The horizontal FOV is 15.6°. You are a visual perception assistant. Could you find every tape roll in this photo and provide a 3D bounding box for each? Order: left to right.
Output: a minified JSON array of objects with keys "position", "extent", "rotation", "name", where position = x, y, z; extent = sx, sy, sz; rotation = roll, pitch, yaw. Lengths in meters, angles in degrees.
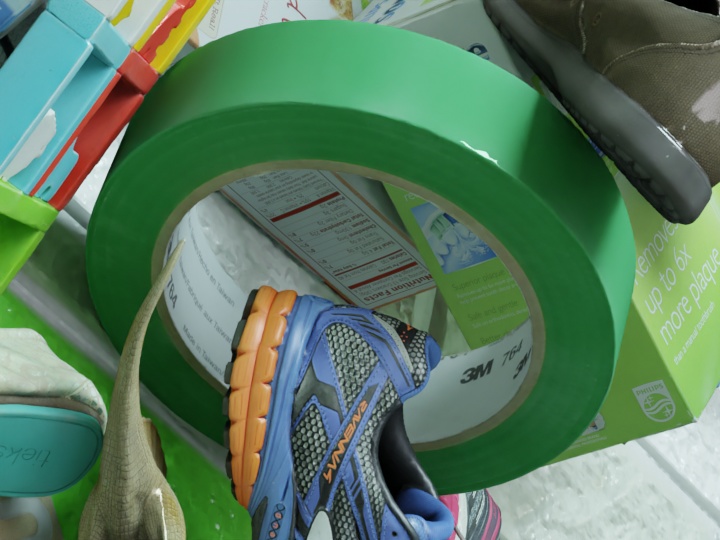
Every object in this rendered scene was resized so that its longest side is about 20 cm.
[{"position":[0.000,0.000,0.965],"extent":[0.201,0.200,0.048],"rotation":[48,39,-27],"name":"tape roll"}]

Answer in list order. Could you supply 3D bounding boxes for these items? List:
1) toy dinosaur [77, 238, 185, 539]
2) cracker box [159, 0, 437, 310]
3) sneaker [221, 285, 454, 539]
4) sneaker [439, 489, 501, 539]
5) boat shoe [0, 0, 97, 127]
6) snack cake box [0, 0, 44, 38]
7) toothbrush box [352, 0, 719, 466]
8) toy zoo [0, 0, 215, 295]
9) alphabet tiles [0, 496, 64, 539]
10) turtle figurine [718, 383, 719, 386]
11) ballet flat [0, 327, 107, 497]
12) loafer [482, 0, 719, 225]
[{"position":[-0.079,0.088,0.901],"extent":[0.201,0.058,0.102],"rotation":[82,13,-46],"name":"toy dinosaur"},{"position":[-0.030,-0.094,1.098],"extent":[0.200,0.057,0.135],"rotation":[42,43,-35],"name":"cracker box"},{"position":[-0.006,0.106,0.939],"extent":[0.075,0.078,0.202],"rotation":[-59,148,-73],"name":"sneaker"},{"position":[0.028,0.156,1.030],"extent":[0.075,0.080,0.201],"rotation":[39,45,-39],"name":"sneaker"},{"position":[-0.139,-0.135,0.975],"extent":[0.071,0.072,0.201],"rotation":[-33,105,-71],"name":"boat shoe"},{"position":[-0.150,-0.190,0.893],"extent":[0.200,0.115,0.067],"rotation":[48,-6,-7],"name":"snack cake box"},{"position":[0.085,-0.044,1.107],"extent":[0.201,0.086,0.146],"rotation":[61,34,-13],"name":"toothbrush box"},{"position":[-0.087,-0.073,0.874],"extent":[0.020,0.201,0.131],"rotation":[36,-2,5],"name":"toy zoo"},{"position":[-0.122,0.142,0.897],"extent":[0.167,0.008,0.202],"rotation":[-12,83,-55],"name":"alphabet tiles"},{"position":[0.229,-0.038,1.320],"extent":[0.194,0.143,0.201],"rotation":[-41,150,-72],"name":"turtle figurine"},{"position":[-0.166,0.038,0.849],"extent":[0.199,0.068,0.062],"rotation":[16,30,-52],"name":"ballet flat"},{"position":[0.103,-0.078,0.941],"extent":[0.073,0.071,0.200],"rotation":[47,6,-26],"name":"loafer"}]
